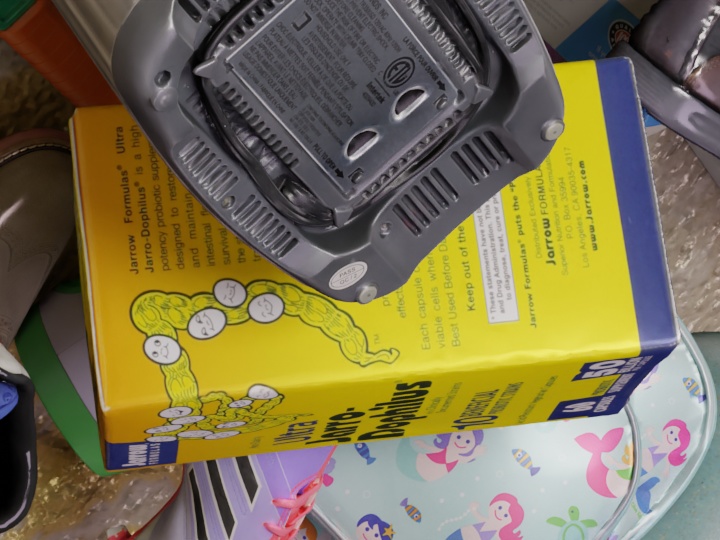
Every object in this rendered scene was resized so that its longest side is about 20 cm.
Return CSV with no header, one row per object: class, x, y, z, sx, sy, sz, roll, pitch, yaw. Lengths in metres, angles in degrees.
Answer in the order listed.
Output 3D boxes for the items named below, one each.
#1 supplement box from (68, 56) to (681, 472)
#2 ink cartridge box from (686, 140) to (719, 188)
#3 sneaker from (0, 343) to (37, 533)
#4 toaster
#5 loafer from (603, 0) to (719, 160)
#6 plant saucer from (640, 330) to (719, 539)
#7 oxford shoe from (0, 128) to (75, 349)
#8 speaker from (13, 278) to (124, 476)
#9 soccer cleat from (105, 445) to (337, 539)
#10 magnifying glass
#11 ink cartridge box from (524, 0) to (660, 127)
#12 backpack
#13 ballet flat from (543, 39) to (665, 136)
supplement box,0.000,0.000,0.916,0.200,0.110,0.109,-6,165,-7
ink cartridge box,0.255,-0.104,1.226,0.200,0.067,0.116,-44,141,1
sneaker,-0.164,0.015,0.883,0.081,0.115,0.200,-35,112,-12
toaster,-0.033,-0.089,0.772,0.114,0.129,0.200,-42,142,2
loafer,0.173,-0.062,0.983,0.200,0.072,0.063,21,108,-47
plant saucer,0.125,0.102,1.211,0.201,0.201,0.039,-45,125,2
oxford shoe,-0.158,0.037,0.991,0.071,0.074,0.200,15,114,-48
speaker,-0.037,0.003,1.033,0.200,0.088,0.088,-30,142,3
soccer cleat,-0.051,0.107,1.028,0.067,0.077,0.200,-8,150,-42
magnifying glass,-0.137,-0.108,0.920,0.080,0.022,0.200,-44,140,1
ink cartridge box,0.129,-0.171,0.988,0.068,0.115,0.200,-9,131,-35
backpack,0.053,0.071,1.120,0.200,0.178,0.151,-42,177,-10
ballet flat,0.130,-0.091,1.100,0.200,0.071,0.069,-24,137,-23
